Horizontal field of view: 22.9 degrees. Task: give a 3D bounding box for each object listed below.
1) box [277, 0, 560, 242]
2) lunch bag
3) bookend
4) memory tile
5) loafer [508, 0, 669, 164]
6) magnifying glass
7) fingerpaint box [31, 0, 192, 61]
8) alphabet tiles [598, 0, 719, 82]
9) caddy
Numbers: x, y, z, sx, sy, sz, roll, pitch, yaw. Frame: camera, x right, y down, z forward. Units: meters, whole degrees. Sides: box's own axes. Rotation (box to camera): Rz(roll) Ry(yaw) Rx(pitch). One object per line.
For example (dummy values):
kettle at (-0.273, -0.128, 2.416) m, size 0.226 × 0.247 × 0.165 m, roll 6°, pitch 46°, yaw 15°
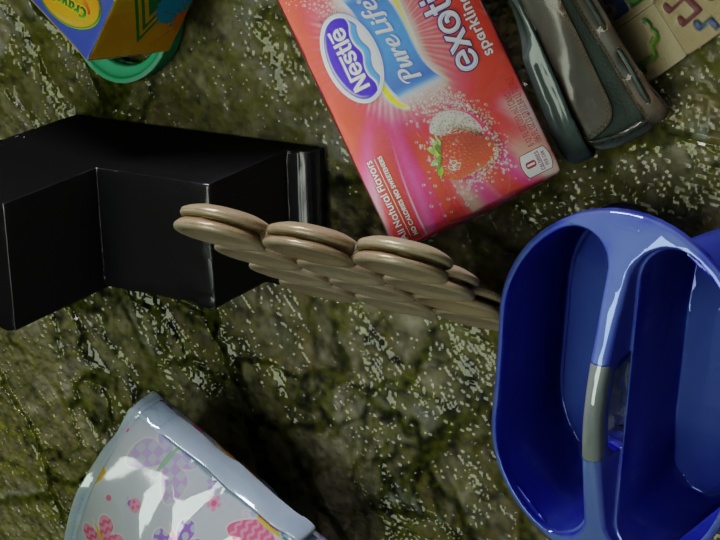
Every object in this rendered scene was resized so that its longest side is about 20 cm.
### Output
box at (0.022, -0.122, 0.948) m, size 0.099 × 0.095 × 0.202 m, roll -25°, pitch 92°, yaw 7°
lunch bag at (-0.097, 0.195, 1.139) m, size 0.169 × 0.127 × 0.201 m, roll 35°, pitch 131°, yaw 21°
bookend at (-0.153, -0.018, 1.053) m, size 0.198 × 0.198 × 0.093 m, roll 9°, pitch 111°, yaw 29°
memory tile at (0.000, 0.000, 0.963) m, size 0.152 × 0.200 × 0.017 m, roll 10°, pitch 82°, yaw 20°
loafer at (0.102, -0.158, 0.923) m, size 0.062 × 0.072 × 0.202 m, roll -18°, pitch 104°, yaw 16°
magnifying glass at (-0.122, -0.201, 1.080) m, size 0.080 × 0.022 × 0.201 m, roll 42°, pitch 123°, yaw 15°
fingerpaint box at (-0.165, -0.251, 1.039) m, size 0.200 × 0.073 × 0.167 m, roll 47°, pitch 125°, yaw 22°
alphabet tiles at (0.151, -0.199, 0.913) m, size 0.199 × 0.006 × 0.167 m, roll -34°, pitch 86°, yaw 36°
caddy at (0.144, 0.059, 0.944) m, size 0.140 × 0.105 × 0.202 m, roll 14°, pitch 114°, yaw 29°
